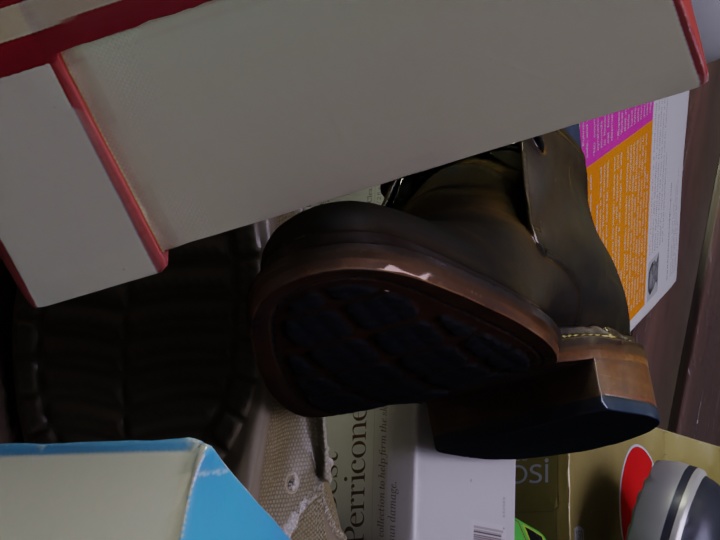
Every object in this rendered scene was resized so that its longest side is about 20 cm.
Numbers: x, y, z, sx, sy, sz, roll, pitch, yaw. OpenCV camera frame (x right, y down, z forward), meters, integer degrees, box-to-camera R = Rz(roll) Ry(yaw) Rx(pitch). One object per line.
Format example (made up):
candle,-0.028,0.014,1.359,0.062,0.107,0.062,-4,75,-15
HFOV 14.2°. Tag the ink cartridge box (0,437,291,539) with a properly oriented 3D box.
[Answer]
ink cartridge box,-0.067,0.144,0.588,0.200,0.147,0.145,53,40,-50

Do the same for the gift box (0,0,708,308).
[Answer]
gift box,-0.039,-0.120,0.657,0.200,0.186,0.185,-94,164,-55

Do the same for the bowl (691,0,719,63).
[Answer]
bowl,0.103,-0.148,0.862,0.201,0.090,0.201,-1,90,-69

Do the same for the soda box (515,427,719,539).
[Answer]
soda box,0.077,0.088,1.017,0.200,0.068,0.064,18,70,-65

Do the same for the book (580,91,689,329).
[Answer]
book,0.081,-0.041,1.042,0.200,0.048,0.134,-29,126,-66

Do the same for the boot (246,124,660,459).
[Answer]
boot,0.017,-0.013,0.729,0.200,0.075,0.097,30,49,-66

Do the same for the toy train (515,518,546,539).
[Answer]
toy train,0.037,0.095,0.855,0.056,0.042,0.200,32,25,-39

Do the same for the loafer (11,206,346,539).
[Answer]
loafer,-0.044,0.052,0.753,0.067,0.076,0.200,-13,107,-68

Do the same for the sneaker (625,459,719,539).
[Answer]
sneaker,0.127,0.152,0.962,0.078,0.079,0.200,-57,149,-51

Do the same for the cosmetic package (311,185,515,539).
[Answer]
cosmetic package,0.000,0.000,0.833,0.051,0.082,0.200,15,72,-46
